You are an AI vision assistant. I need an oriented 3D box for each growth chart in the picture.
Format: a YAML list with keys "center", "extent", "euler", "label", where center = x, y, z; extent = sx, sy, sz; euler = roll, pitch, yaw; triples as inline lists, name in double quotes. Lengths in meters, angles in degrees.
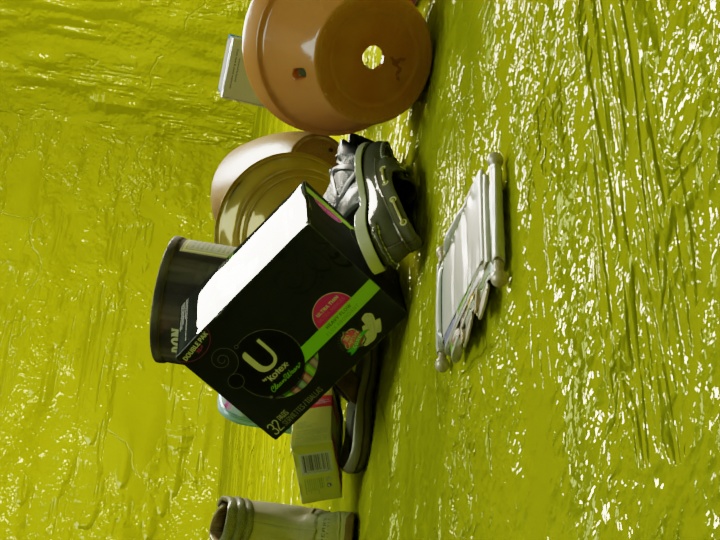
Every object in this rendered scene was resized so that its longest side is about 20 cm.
- center: [0.086, 0.001, 1.189]
  extent: [0.200, 0.017, 0.146]
  euler: [114, 162, -61]
  label: "growth chart"

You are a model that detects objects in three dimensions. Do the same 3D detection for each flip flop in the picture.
- center: [-0.014, 0.120, 1.603]
  extent: [0.081, 0.057, 0.203]
  euler: [155, 121, -83]
  label: "flip flop"

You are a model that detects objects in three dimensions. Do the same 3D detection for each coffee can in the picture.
- center: [-0.128, 0.048, 1.677]
  extent: [0.146, 0.197, 0.149]
  euler: [9, -90, -85]
  label: "coffee can"

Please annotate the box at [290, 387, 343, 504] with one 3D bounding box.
- center: [-0.048, 0.187, 1.679]
  extent: [0.200, 0.049, 0.076]
  euler: [-89, -11, -72]
  label: "box"

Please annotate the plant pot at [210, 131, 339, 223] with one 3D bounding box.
- center: [-0.094, -0.118, 2.048]
  extent: [0.200, 0.184, 0.189]
  euler: [155, 124, -64]
  label: "plant pot"

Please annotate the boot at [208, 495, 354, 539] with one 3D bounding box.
- center: [-0.095, 0.300, 1.649]
  extent: [0.200, 0.152, 0.073]
  euler: [123, 154, -70]
  label: "boot"

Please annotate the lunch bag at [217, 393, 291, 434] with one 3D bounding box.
- center: [-0.114, 0.134, 1.917]
  extent: [0.201, 0.158, 0.078]
  euler: [-102, 23, -64]
  label: "lunch bag"

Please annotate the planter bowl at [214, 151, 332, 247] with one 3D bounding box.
- center: [-0.071, -0.040, 1.775]
  extent: [0.083, 0.198, 0.203]
  euler: [17, 99, 62]
  label: "planter bowl"

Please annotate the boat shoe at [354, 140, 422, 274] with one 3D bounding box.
- center: [0.031, -0.073, 1.487]
  extent: [0.203, 0.060, 0.072]
  euler: [-90, -25, -54]
  label: "boat shoe"

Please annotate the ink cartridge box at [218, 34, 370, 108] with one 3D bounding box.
- center: [-0.089, -0.258, 1.991]
  extent: [0.146, 0.197, 0.087]
  euler: [-123, 44, -76]
  label: "ink cartridge box"

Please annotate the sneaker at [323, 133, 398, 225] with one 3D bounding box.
- center: [-0.017, -0.079, 1.667]
  extent: [0.199, 0.076, 0.115]
  euler: [-39, 35, 50]
  label: "sneaker"

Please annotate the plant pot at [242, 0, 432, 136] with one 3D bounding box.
- center: [-0.012, -0.236, 1.557]
  extent: [0.140, 0.198, 0.203]
  euler: [-148, 66, -63]
  label: "plant pot"

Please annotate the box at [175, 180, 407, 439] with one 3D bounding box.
- center: [-0.073, 0.040, 1.514]
  extent: [0.200, 0.148, 0.125]
  euler: [-44, 20, 15]
  label: "box"

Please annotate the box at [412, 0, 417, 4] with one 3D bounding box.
- center: [0.050, -0.396, 1.731]
  extent: [0.137, 0.039, 0.203]
  euler: [130, 147, -75]
  label: "box"
